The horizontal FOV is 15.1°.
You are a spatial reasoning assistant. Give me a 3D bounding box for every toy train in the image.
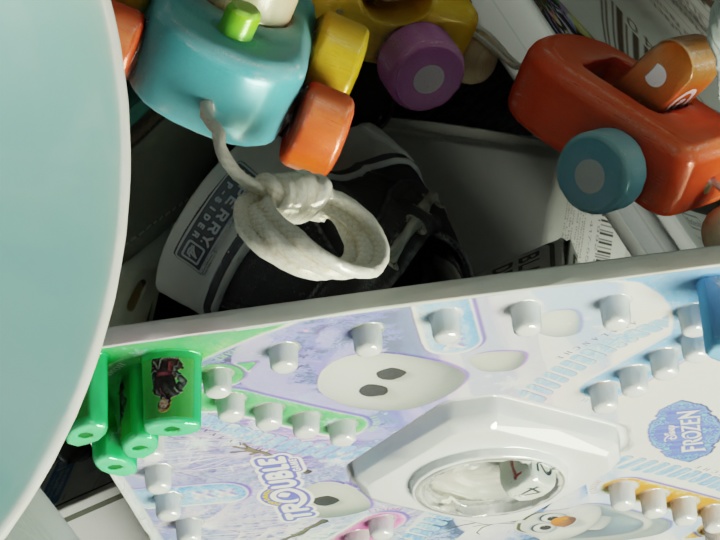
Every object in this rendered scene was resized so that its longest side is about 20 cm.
[{"bbox_3d":[0.021,-0.057,0.704,0.200,0.150,0.056,-11,133,-53],"label":"toy train"}]

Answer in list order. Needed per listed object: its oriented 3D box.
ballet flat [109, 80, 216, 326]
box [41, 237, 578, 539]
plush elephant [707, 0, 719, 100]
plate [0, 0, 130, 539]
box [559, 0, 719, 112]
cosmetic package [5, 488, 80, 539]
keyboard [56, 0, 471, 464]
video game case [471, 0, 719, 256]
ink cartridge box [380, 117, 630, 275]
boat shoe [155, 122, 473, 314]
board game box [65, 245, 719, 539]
[{"bbox_3d":[-0.096,0.013,0.753,0.200,0.064,0.067,-39,-166,2],"label":"ballet flat"},{"bbox_3d":[-0.001,0.084,0.859,0.200,0.117,0.060,-23,-168,9],"label":"box"},{"bbox_3d":[0.075,-0.155,0.563,0.164,0.155,0.200,-5,138,24],"label":"plush elephant"},{"bbox_3d":[-0.127,-0.017,0.457,0.200,0.201,0.026,-29,-159,-33],"label":"plate"},{"bbox_3d":[0.168,-0.105,0.792,0.171,0.199,0.200,-39,165,-5],"label":"box"},{"bbox_3d":[-0.114,0.123,0.637,0.123,0.200,0.199,-34,-168,3],"label":"cosmetic package"},{"bbox_3d":[-0.041,-0.026,0.835,0.200,0.040,0.104,-49,170,-9],"label":"keyboard"},{"bbox_3d":[0.115,-0.019,0.947,0.023,0.182,0.200,-36,166,15],"label":"video game case"},{"bbox_3d":[0.053,0.028,0.995,0.200,0.086,0.147,9,91,-72],"label":"ink cartridge box"},{"bbox_3d":[0.000,0.000,0.793,0.072,0.068,0.200,-55,172,4],"label":"boat shoe"},{"bbox_3d":[0.035,0.058,0.732,0.199,0.026,0.200,-8,153,6],"label":"board game box"}]
